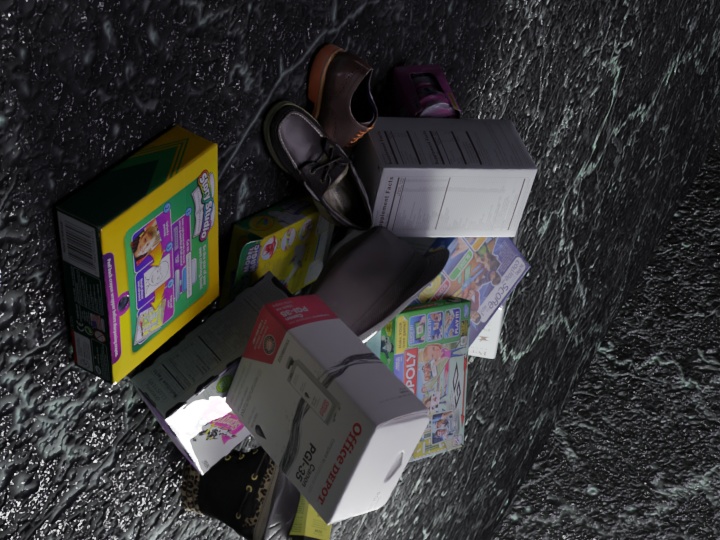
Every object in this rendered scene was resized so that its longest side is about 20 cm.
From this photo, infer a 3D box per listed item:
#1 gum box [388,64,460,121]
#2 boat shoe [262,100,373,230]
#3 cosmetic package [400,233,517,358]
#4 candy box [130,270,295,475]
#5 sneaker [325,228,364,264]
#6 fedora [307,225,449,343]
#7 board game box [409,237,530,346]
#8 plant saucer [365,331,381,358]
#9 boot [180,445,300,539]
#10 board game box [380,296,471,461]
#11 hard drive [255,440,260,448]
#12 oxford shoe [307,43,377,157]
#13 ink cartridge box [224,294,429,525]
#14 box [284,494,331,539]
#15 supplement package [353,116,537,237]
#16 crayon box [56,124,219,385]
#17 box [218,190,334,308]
[{"bbox_3d":[0.081,-0.170,1.564,0.066,0.114,0.200,-6,131,-12],"label":"gum box"},{"bbox_3d":[-0.040,-0.119,1.359,0.073,0.065,0.200,-53,135,-12],"label":"boat shoe"},{"bbox_3d":[0.139,0.009,1.740,0.200,0.167,0.166,83,17,-64],"label":"cosmetic package"},{"bbox_3d":[-0.147,0.122,1.354,0.200,0.072,0.168,-39,151,-14],"label":"candy box"},{"bbox_3d":[0.000,0.000,1.587,0.200,0.074,0.118,-65,166,-46],"label":"sneaker"},{"bbox_3d":[0.004,0.014,1.406,0.200,0.090,0.177,-42,-171,22],"label":"fedora"},{"bbox_3d":[0.129,0.024,1.556,0.200,0.034,0.135,-51,123,-17],"label":"board game box"},{"bbox_3d":[0.005,0.150,1.507,0.201,0.039,0.201,0,90,-79],"label":"plant saucer"},{"bbox_3d":[-0.137,0.234,1.457,0.073,0.151,0.200,21,82,-57],"label":"boot"},{"bbox_3d":[0.081,0.141,1.500,0.135,0.029,0.200,-9,106,-41],"label":"board game box"},{"bbox_3d":[-0.046,0.200,1.576,0.200,0.025,0.132,-13,92,-24],"label":"hard drive"},{"bbox_3d":[-0.022,-0.170,1.400,0.071,0.073,0.200,-48,152,-38],"label":"oxford shoe"},{"bbox_3d":[-0.039,0.144,1.241,0.083,0.200,0.147,-8,132,-44],"label":"ink cartridge box"},{"bbox_3d":[-0.068,0.251,1.486,0.050,0.075,0.200,26,63,-44],"label":"box"},{"bbox_3d":[0.099,-0.117,1.462,0.200,0.110,0.114,0,132,-17],"label":"supplement package"},{"bbox_3d":[-0.212,-0.016,1.151,0.173,0.058,0.200,-45,151,-43],"label":"crayon box"},{"bbox_3d":[-0.103,-0.018,1.412,0.200,0.048,0.117,-33,143,-56],"label":"box"}]
